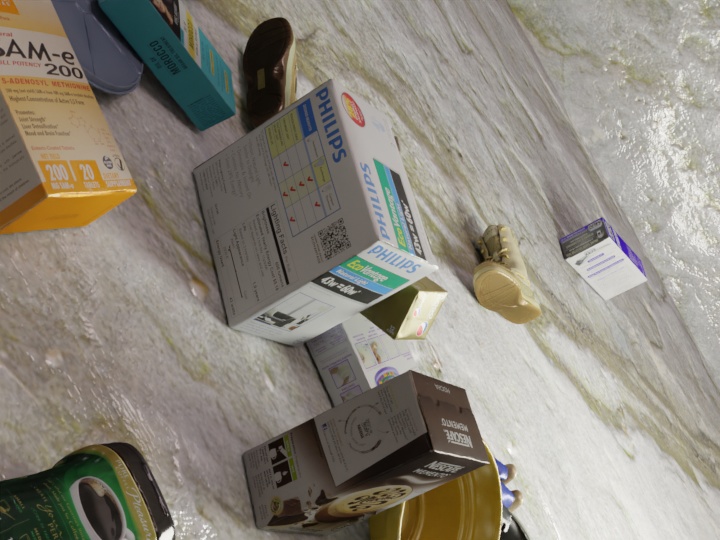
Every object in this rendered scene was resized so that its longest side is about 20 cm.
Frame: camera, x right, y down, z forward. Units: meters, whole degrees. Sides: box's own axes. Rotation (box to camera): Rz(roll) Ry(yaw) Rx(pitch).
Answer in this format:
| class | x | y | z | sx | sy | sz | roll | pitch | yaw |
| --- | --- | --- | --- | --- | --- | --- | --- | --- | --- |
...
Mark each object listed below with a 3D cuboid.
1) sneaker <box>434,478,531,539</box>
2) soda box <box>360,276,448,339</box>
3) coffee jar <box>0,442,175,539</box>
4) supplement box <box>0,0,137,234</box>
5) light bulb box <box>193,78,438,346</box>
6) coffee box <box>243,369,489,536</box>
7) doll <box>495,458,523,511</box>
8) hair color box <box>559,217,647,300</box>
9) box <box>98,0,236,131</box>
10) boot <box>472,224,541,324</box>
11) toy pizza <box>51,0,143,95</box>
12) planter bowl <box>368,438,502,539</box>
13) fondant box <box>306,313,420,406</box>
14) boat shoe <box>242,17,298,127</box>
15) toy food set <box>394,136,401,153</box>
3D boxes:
| class | x | y | z | sx | sy | sz | roll | pitch | yaw |
| --- | --- | --- | --- | --- | --- | --- | --- | --- | --- |
| sneaker | 0.140 | 0.302 | 1.288 | 0.200 | 0.075 | 0.106 | 48 | 3 | -8 |
| soda box | 0.000 | 0.000 | 1.251 | 0.199 | 0.065 | 0.067 | 36 | 18 | 31 |
| coffee jar | -0.212 | 0.183 | 0.737 | 0.105 | 0.085 | 0.199 | 62 | 25 | 10 |
| supplement box | -0.289 | -0.138 | 0.937 | 0.202 | 0.073 | 0.126 | 64 | 24 | 5 |
| light bulb box | -0.051 | -0.056 | 1.168 | 0.124 | 0.199 | 0.200 | 21 | 46 | -54 |
| coffee box | 0.004 | 0.177 | 1.032 | 0.113 | 0.199 | 0.081 | 24 | 43 | -53 |
| doll | 0.143 | 0.255 | 1.405 | 0.200 | 0.048 | 0.138 | 38 | 33 | -44 |
| hair color box | 0.529 | -0.023 | 2.386 | 0.200 | 0.109 | 0.065 | 37 | 33 | -44 |
| box | -0.208 | -0.251 | 1.196 | 0.200 | 0.049 | 0.083 | 53 | 19 | -46 |
| boot | 0.227 | -0.011 | 1.823 | 0.200 | 0.072 | 0.157 | 32 | 38 | -51 |
| toy pizza | -0.292 | -0.264 | 1.109 | 0.201 | 0.031 | 0.201 | 52 | 23 | -32 |
| planter bowl | 0.066 | 0.263 | 1.167 | 0.199 | 0.083 | 0.203 | -3 | 93 | -52 |
| fondant box | 0.016 | 0.126 | 1.283 | 0.202 | 0.058 | 0.144 | 64 | 24 | 7 |
| boat shoe | -0.110 | -0.240 | 1.422 | 0.076 | 0.071 | 0.202 | 56 | 28 | -47 |
| toy food set | -0.054 | -0.141 | 1.319 | 0.199 | 0.143 | 0.061 | 10 | 55 | -60 |
